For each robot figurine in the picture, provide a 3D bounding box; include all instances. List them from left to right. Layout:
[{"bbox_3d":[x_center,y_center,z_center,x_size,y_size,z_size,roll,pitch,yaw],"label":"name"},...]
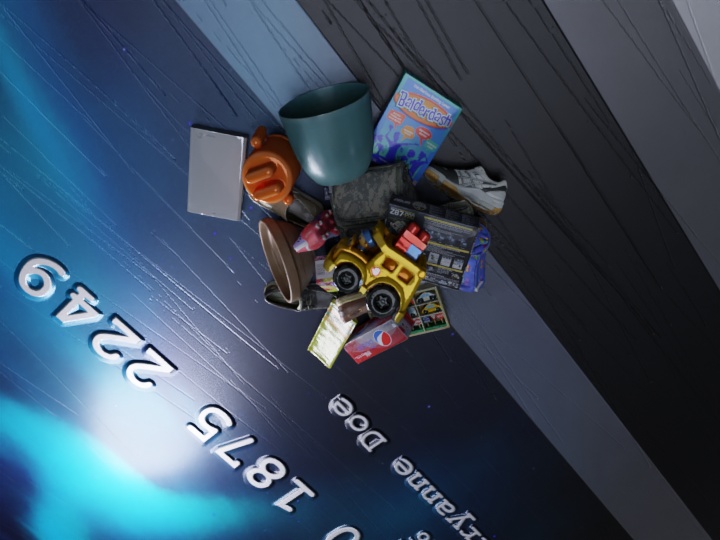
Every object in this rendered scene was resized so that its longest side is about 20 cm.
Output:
[{"bbox_3d":[-0.188,-0.220,1.333,0.141,0.202,0.118,30,120,-10],"label":"robot figurine"}]

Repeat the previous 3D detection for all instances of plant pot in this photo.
[{"bbox_3d":[-0.162,-0.037,1.451,0.090,0.200,0.207,-22,119,-18],"label":"plant pot"},{"bbox_3d":[-0.058,-0.280,1.302,0.193,0.203,0.165,-11,121,7],"label":"plant pot"}]

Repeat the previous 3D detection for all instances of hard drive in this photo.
[{"bbox_3d":[-0.333,-0.224,1.434,0.127,0.027,0.206,9,118,-3],"label":"hard drive"}]

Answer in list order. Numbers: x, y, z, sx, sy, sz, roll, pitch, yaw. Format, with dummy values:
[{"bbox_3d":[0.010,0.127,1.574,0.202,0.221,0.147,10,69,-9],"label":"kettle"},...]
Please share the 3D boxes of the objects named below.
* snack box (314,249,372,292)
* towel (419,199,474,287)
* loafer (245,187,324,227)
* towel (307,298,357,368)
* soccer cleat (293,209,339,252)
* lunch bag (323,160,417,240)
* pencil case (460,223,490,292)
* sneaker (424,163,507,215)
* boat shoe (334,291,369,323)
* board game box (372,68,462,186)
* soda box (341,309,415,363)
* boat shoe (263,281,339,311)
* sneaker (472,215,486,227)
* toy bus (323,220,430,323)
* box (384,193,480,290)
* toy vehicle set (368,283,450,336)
[{"bbox_3d":[0.000,0.000,1.460,0.193,0.169,0.070,-8,81,6],"label":"snack box"},{"bbox_3d":[0.195,-0.064,1.498,0.186,0.035,0.205,-15,116,9],"label":"towel"},{"bbox_3d":[-0.175,-0.161,1.437,0.194,0.069,0.077,22,116,-10],"label":"loafer"},{"bbox_3d":[-0.075,0.167,1.589,0.086,0.018,0.202,41,131,14],"label":"towel"},{"bbox_3d":[-0.095,-0.088,1.405,0.075,0.200,0.068,-28,98,17],"label":"soccer cleat"},{"bbox_3d":[0.030,-0.151,1.385,0.193,0.140,0.173,-6,117,21],"label":"lunch bag"},{"bbox_3d":[0.254,-0.022,1.419,0.076,0.088,0.202,-24,150,-8],"label":"pencil case"},{"bbox_3d":[0.243,-0.206,1.414,0.195,0.076,0.090,26,86,-1],"label":"sneaker"},{"bbox_3d":[0.037,0.078,1.508,0.193,0.072,0.070,-15,85,-4],"label":"boat shoe"},{"bbox_3d":[0.111,-0.312,1.365,0.149,0.045,0.203,26,116,-12],"label":"board game box"},{"bbox_3d":[0.044,0.162,1.562,0.070,0.064,0.198,46,133,-13],"label":"soda box"},{"bbox_3d":[-0.149,0.073,1.559,0.193,0.067,0.074,7,116,-3],"label":"boat shoe"},{"bbox_3d":[0.203,-0.074,1.437,0.193,0.076,0.072,-9,119,3],"label":"sneaker"},{"bbox_3d":[0.047,-0.028,1.248,0.197,0.136,0.194,32,112,-5],"label":"toy bus"},{"bbox_3d":[0.138,-0.057,1.306,0.193,0.050,0.165,14,127,3],"label":"box"},{"bbox_3d":[0.120,0.108,1.575,0.194,0.027,0.127,-15,117,20],"label":"toy vehicle set"}]
